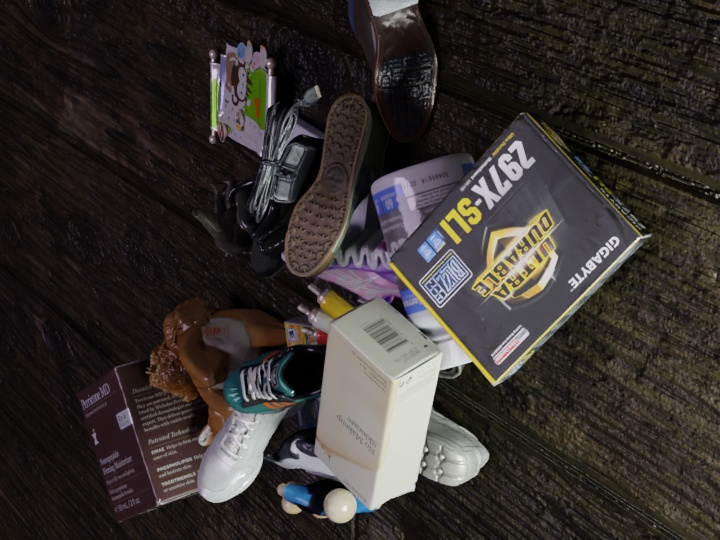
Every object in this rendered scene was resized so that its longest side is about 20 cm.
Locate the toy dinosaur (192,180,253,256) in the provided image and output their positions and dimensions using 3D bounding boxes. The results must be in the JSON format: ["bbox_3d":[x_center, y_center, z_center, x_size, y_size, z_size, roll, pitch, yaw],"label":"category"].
[{"bbox_3d":[-0.154,-0.061,1.621,0.200,0.076,0.104,-48,-45,-80],"label":"toy dinosaur"}]

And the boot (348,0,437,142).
[{"bbox_3d":[0.033,-0.244,1.376,0.097,0.074,0.203,-120,20,-63],"label":"boot"}]

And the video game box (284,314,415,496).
[{"bbox_3d":[-0.015,0.163,1.583,0.181,0.046,0.203,3,105,50],"label":"video game box"}]

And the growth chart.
[{"bbox_3d":[-0.150,-0.218,1.635,0.199,0.017,0.147,26,121,57],"label":"growth chart"}]

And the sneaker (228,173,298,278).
[{"bbox_3d":[-0.116,-0.057,1.543,0.077,0.113,0.200,61,145,21],"label":"sneaker"}]

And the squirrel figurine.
[{"bbox_3d":[-0.194,0.144,1.753,0.199,0.141,0.189,28,139,33],"label":"squirrel figurine"}]

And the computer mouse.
[{"bbox_3d":[-0.068,-0.137,1.390,0.046,0.200,0.142,24,111,18],"label":"computer mouse"}]

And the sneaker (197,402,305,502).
[{"bbox_3d":[-0.140,0.182,1.554,0.074,0.201,0.100,29,169,25],"label":"sneaker"}]

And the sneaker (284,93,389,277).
[{"bbox_3d":[-0.014,-0.087,1.410,0.066,0.089,0.203,23,99,27],"label":"sneaker"}]

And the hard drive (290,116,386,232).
[{"bbox_3d":[-0.046,-0.096,1.548,0.199,0.025,0.134,36,129,42],"label":"hard drive"}]

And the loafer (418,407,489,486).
[{"bbox_3d":[0.055,0.180,1.454,0.199,0.069,0.071,28,115,35],"label":"loafer"}]

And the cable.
[{"bbox_3d":[0.019,0.088,1.450,0.198,0.050,0.098,28,135,18],"label":"cable"}]

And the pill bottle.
[{"bbox_3d":[0.088,-0.008,1.322,0.113,0.113,0.203,-19,86,54],"label":"pill bottle"}]

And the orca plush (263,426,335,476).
[{"bbox_3d":[-0.036,0.208,1.560,0.200,0.104,0.072,-28,35,63],"label":"orca plush"}]

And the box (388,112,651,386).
[{"bbox_3d":[0.145,-0.021,1.206,0.200,0.049,0.160,-47,74,22],"label":"box"}]

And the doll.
[{"bbox_3d":[-0.040,0.283,1.595,0.200,0.134,0.049,147,132,-74],"label":"doll"}]

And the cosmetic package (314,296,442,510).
[{"bbox_3d":[0.015,0.139,1.346,0.103,0.073,0.202,40,139,32],"label":"cosmetic package"}]

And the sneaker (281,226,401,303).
[{"bbox_3d":[0.000,0.000,1.454,0.198,0.081,0.090,2,122,34],"label":"sneaker"}]

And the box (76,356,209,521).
[{"bbox_3d":[-0.284,0.233,1.871,0.165,0.163,0.203,-30,77,53],"label":"box"}]

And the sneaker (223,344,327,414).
[{"bbox_3d":[-0.086,0.117,1.445,0.198,0.079,0.073,-16,75,31],"label":"sneaker"}]
